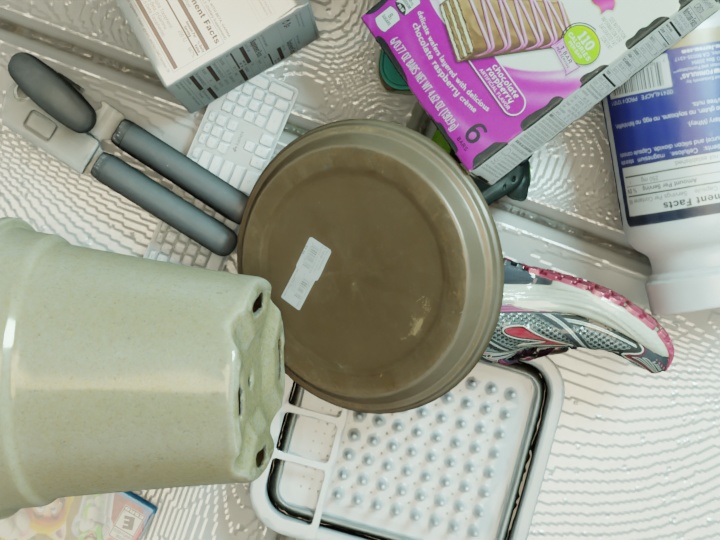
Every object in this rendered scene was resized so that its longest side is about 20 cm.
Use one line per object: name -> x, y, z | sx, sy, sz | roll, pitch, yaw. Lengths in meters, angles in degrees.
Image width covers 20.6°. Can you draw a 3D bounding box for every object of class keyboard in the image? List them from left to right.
keyboard -> -0.108, -0.048, 1.416 | 0.056, 0.011, 0.201 | 23, 90, -2

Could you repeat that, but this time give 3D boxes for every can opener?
can opener -> -0.166, -0.078, 1.384 | 0.199, 0.066, 0.053 | 33, 91, -1

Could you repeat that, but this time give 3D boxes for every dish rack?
dish rack -> 0.033, 0.119, 1.405 | 0.198, 0.044, 0.173 | 15, 90, -1

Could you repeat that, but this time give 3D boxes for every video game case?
video game case -> -0.255, 0.220, 1.412 | 0.142, 0.018, 0.201 | 30, 90, -2

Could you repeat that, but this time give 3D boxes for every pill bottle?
pill bottle -> 0.231, -0.075, 1.372 | 0.115, 0.116, 0.202 | -9, 91, -1

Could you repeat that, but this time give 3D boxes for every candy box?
candy box -> 0.120, -0.172, 1.312 | 0.200, 0.061, 0.137 | -38, 74, 11

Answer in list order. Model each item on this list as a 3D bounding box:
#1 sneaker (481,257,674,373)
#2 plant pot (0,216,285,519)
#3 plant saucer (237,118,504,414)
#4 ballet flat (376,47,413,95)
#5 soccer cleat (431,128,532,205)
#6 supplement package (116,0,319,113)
sneaker -> 0.118, 0.034, 1.363 | 0.198, 0.081, 0.075 | 16, 95, 1
plant pot -> -0.151, 0.067, 1.303 | 0.182, 0.200, 0.202 | 2, 91, 12
plant saucer -> 0.000, 0.000, 1.330 | 0.199, 0.029, 0.202 | 5, 102, 25
ballet flat -> 0.083, -0.204, 1.393 | 0.067, 0.062, 0.201 | 34, 95, 19
soccer cleat -> 0.096, -0.099, 1.398 | 0.081, 0.068, 0.201 | 29, 96, -11
supplement package -> -0.124, -0.226, 1.336 | 0.110, 0.156, 0.201 | -29, 88, 1
